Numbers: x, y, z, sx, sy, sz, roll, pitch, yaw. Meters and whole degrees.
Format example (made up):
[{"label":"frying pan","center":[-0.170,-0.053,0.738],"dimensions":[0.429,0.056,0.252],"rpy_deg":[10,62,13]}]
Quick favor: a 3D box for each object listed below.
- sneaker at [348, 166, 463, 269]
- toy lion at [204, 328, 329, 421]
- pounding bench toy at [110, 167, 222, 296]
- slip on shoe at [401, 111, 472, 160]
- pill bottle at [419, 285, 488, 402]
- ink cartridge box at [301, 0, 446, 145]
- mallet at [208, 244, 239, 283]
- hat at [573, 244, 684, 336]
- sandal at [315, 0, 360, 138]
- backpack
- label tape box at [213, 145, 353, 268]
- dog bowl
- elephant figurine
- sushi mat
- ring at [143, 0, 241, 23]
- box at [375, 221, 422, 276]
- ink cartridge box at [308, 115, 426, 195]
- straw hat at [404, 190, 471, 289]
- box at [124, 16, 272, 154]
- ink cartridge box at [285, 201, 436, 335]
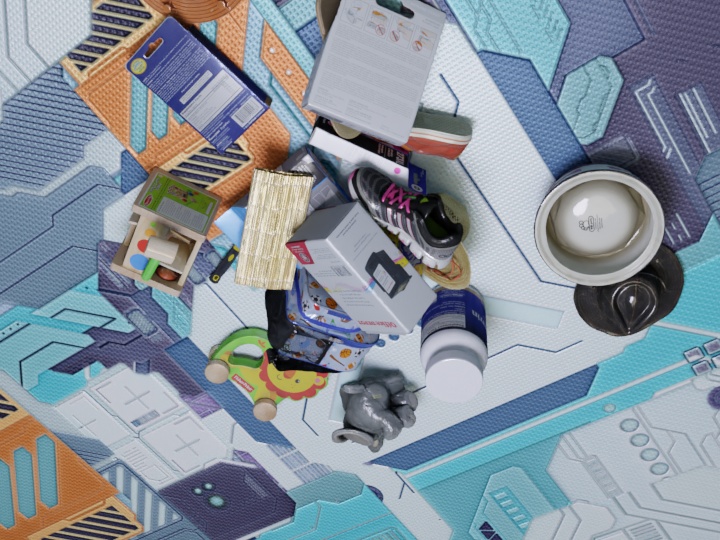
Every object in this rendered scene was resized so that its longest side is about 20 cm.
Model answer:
[{"label":"sneaker","center":[0.073,-0.092,1.264],"dimensions":[0.200,0.074,0.087],"rpy_deg":[41,141,-3]},{"label":"toy lion","center":[-0.164,0.180,1.627],"dimensions":[0.191,0.069,0.200],"rpy_deg":[-40,112,20]},{"label":"pounding bench toy","center":[-0.329,-0.036,1.403],"dimensions":[0.124,0.201,0.156],"rpy_deg":[24,123,-11]},{"label":"slip on shoe","center":[0.071,-0.212,1.321],"dimensions":[0.198,0.074,0.061],"rpy_deg":[11,134,-5]},{"label":"pill bottle","center":[0.158,0.122,1.460],"dimensions":[0.115,0.201,0.116],"rpy_deg":[3,126,4]},{"label":"ink cartridge box","center":[0.020,-0.301,1.234],"dimensions":[0.159,0.047,0.201],"rpy_deg":[18,87,-18]},{"label":"mallet","center":[-0.218,-0.048,1.485],"dimensions":[0.066,0.041,0.200],"rpy_deg":[37,124,-20]},{"label":"hat","center":[0.458,0.051,1.452],"dimensions":[0.199,0.081,0.202],"rpy_deg":[2,125,3]},{"label":"sandal","center":[-0.034,-0.306,1.275],"dimensions":[0.077,0.070,0.213],"rpy_deg":[-15,107,-20]},{"label":"backpack","center":[-0.059,0.079,1.475],"dimensions":[0.190,0.201,0.154],"rpy_deg":[27,125,-28]},{"label":"label tape box","center":[-0.118,-0.082,1.398],"dimensions":[0.200,0.063,0.144],"rpy_deg":[-39,114,7]},{"label":"dog bowl","center":[0.375,-0.080,1.364],"dimensions":[0.198,0.074,0.201],"rpy_deg":[4,120,7]},{"label":"elephant figurine","center":[0.006,0.285,1.645],"dimensions":[0.156,0.141,0.200],"rpy_deg":[55,134,4]},{"label":"sushi mat","center":[-0.138,-0.062,1.361],"dimensions":[0.095,0.012,0.201],"rpy_deg":[8,113,-14]},{"label":"ring","center":[-0.249,-0.448,1.219],"dimensions":[0.199,0.019,0.202],"rpy_deg":[3,126,4]},{"label":"box","center":[0.057,-0.019,1.403],"dimensions":[0.064,0.070,0.201],"rpy_deg":[30,152,24]},{"label":"ink cartridge box","center":[0.019,-0.185,1.325],"dimensions":[0.199,0.095,0.037],"rpy_deg":[25,120,-11]},{"label":"straw hat","center":[0.129,-0.073,1.393],"dimensions":[0.201,0.085,0.202],"rpy_deg":[39,156,21]},{"label":"box","center":[-0.248,-0.287,1.322],"dimensions":[0.121,0.033,0.200],"rpy_deg":[-37,115,26]},{"label":"ink cartridge box","center":[0.000,0.000,1.322],"dimensions":[0.200,0.083,0.145],"rpy_deg":[48,157,-20]}]
